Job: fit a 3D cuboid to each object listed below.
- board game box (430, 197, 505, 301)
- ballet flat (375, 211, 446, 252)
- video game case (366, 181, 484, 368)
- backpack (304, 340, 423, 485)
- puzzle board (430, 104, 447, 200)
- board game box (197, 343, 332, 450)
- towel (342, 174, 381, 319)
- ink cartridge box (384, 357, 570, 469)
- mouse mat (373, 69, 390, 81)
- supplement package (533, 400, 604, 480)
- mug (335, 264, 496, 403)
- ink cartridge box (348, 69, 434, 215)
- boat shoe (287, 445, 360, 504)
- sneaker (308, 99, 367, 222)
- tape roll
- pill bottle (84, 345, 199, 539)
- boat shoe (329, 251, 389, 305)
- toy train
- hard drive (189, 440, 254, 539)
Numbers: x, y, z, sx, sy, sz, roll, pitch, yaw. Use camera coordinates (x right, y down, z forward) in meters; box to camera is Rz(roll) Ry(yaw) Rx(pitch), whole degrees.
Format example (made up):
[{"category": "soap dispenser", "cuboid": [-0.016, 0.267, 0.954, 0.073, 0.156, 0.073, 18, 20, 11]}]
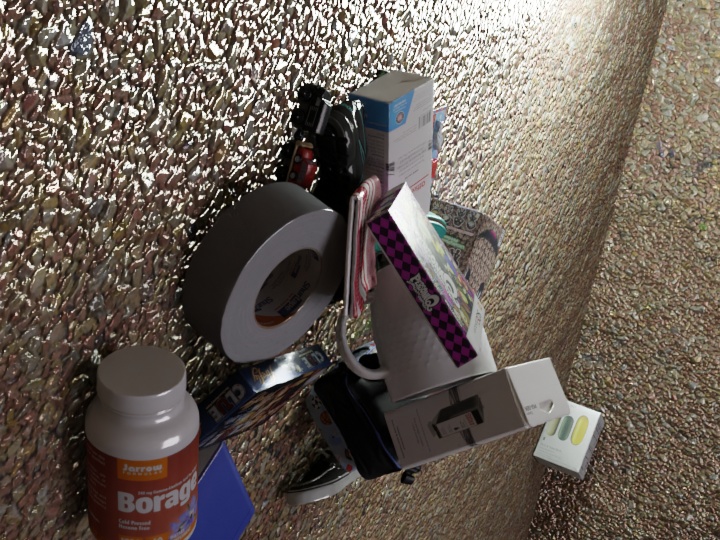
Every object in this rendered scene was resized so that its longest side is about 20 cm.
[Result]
[{"category": "board game box", "cuboid": [0.153, -0.003, 1.864, 0.159, 0.097, 0.200, 21, 88, -69]}, {"category": "ballet flat", "cuboid": [0.051, -0.068, 1.559, 0.067, 0.070, 0.200, -46, 160, 31]}, {"category": "video game case", "cuboid": [0.083, 0.000, 1.322, 0.036, 0.200, 0.181, -30, -172, 15]}, {"category": "backpack", "cuboid": [0.028, 0.193, 1.604, 0.190, 0.154, 0.200, -35, 103, -49]}, {"category": "puzzle board", "cuboid": [0.085, -0.146, 1.689, 0.151, 0.017, 0.200, -32, 136, -58]}, {"category": "board game box", "cuboid": [-0.130, 0.153, 1.304, 0.135, 0.035, 0.200, -41, 168, 22]}, {"category": "towel", "cuboid": [0.004, -0.032, 1.303, 0.200, 0.023, 0.144, -60, 154, -78]}, {"category": "ink cartridge box", "cuboid": [0.157, 0.190, 1.477, 0.147, 0.200, 0.083, -3, 71, -57]}, {"category": "mouse mat", "cuboid": [0.025, -0.168, 1.527, 0.161, 0.008, 0.200, 13, 98, -65]}, {"category": "supplement package", "cuboid": [0.654, 0.525, 3.450, 0.200, 0.152, 0.151, -66, 158, -12]}, {"category": "mug", "cuboid": [0.064, 0.079, 1.474, 0.148, 0.200, 0.176, 135, -60, -69]}, {"category": "ink cartridge box", "cuboid": [0.040, -0.152, 1.467, 0.116, 0.067, 0.200, -37, 136, -47]}, {"category": "boat shoe", "cuboid": [-0.046, 0.296, 1.671, 0.200, 0.071, 0.064, -21, 96, -52]}, {"category": "sneaker", "cuboid": [-0.018, -0.120, 1.382, 0.079, 0.075, 0.200, -50, 151, -47]}, {"category": "tape roll", "cuboid": [-0.102, 0.004, 1.227, 0.200, 0.066, 0.200, -38, 148, -30]}, {"category": "pill bottle", "cuboid": [-0.218, 0.181, 1.101, 0.112, 0.112, 0.200, -41, 144, -51]}, {"category": "boat shoe", "cuboid": [0.000, 0.000, 1.540, 0.200, 0.064, 0.071, -39, 142, -53]}, {"category": "toy train", "cuboid": [-0.073, -0.119, 1.287, 0.034, 0.046, 0.200, -1, 109, -67]}, {"category": "hard drive", "cuboid": [-0.193, 0.309, 1.388, 0.132, 0.025, 0.200, -58, 155, -29]}]
